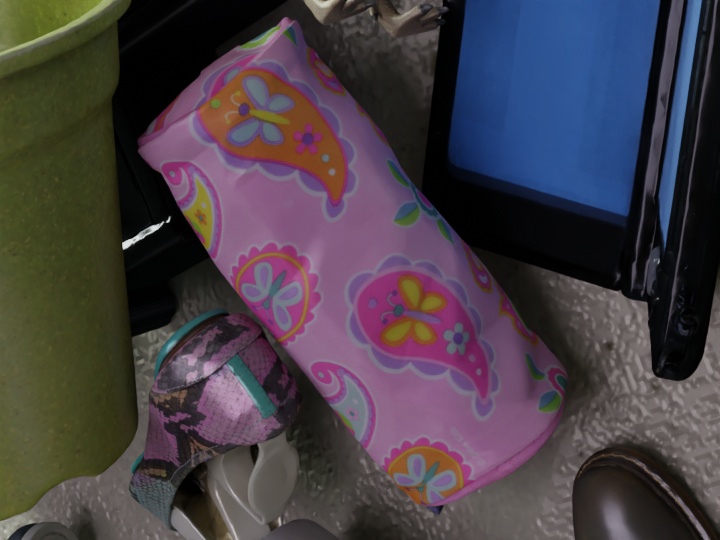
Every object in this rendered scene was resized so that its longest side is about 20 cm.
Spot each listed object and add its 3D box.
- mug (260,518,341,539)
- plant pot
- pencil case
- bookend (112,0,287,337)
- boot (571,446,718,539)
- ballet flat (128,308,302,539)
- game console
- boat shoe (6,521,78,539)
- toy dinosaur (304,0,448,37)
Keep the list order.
[{"bbox_3d":[0.011,0.210,0.848,0.152,0.187,0.150,25,81,20],"label":"mug"},{"bbox_3d":[-0.168,-0.007,0.778,0.199,0.200,0.186,4,116,35],"label":"plant pot"},{"bbox_3d":[0.000,0.000,0.785,0.087,0.088,0.200,-32,102,36],"label":"pencil case"},{"bbox_3d":[-0.091,-0.091,0.862,0.198,0.092,0.201,-27,85,36],"label":"bookend"},{"bbox_3d":[0.111,0.174,0.768,0.074,0.097,0.202,-18,89,37],"label":"boot"},{"bbox_3d":[-0.058,0.081,0.841,0.071,0.069,0.200,53,160,13],"label":"ballet flat"},{"bbox_3d":[0.080,-0.083,0.730,0.115,0.176,0.202,7,107,5],"label":"game console"},{"bbox_3d":[-0.175,0.218,1.003,0.061,0.073,0.202,12,112,29],"label":"boat shoe"},{"bbox_3d":[-0.003,-0.142,0.761,0.199,0.058,0.102,-22,70,18],"label":"toy dinosaur"}]
